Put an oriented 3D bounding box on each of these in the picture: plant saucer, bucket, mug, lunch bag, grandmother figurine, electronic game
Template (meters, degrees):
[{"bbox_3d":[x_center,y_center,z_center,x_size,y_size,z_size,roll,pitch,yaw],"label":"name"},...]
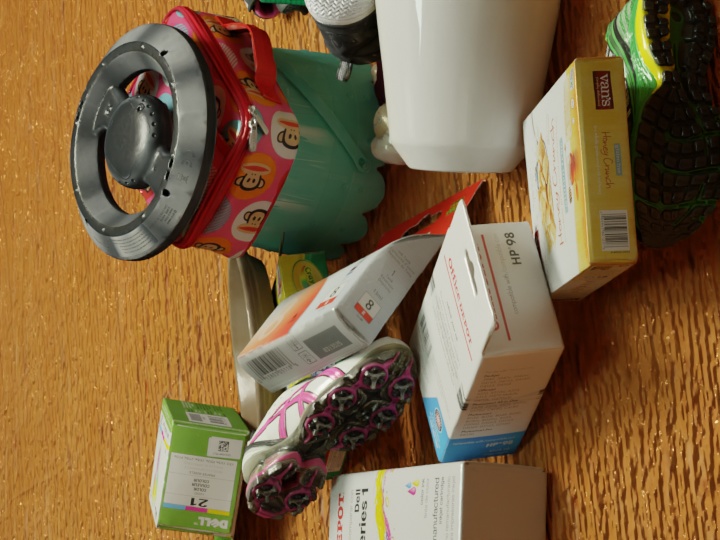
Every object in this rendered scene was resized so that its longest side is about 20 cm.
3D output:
[{"bbox_3d":[-0.096,0.075,1.904,0.200,0.029,0.201,174,90,-80],"label":"plant saucer"},{"bbox_3d":[-0.079,-0.112,1.884,0.207,0.134,0.208,-19,67,54],"label":"bucket"},{"bbox_3d":[0.090,-0.157,1.648,0.149,0.186,0.154,4,96,27],"label":"mug"},{"bbox_3d":[-0.125,-0.128,1.764,0.176,0.082,0.200,-59,40,26],"label":"lunch bag"},{"bbox_3d":[0.031,-0.185,1.794,0.121,0.060,0.201,115,156,-70],"label":"grandmother figurine"},{"bbox_3d":[-0.183,-0.107,1.732,0.200,0.042,0.201,-12,74,49],"label":"electronic game"}]

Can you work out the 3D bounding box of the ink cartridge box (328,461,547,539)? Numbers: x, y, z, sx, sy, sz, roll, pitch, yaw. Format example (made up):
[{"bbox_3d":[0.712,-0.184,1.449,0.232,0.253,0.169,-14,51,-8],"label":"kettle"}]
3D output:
[{"bbox_3d":[0.056,0.229,1.623,0.200,0.084,0.145,-15,70,58],"label":"ink cartridge box"}]

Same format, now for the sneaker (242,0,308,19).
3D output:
[{"bbox_3d":[-0.102,-0.292,2.030,0.200,0.080,0.087,-153,63,-64],"label":"sneaker"}]

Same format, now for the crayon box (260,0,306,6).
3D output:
[{"bbox_3d":[-0.036,-0.311,1.808,0.200,0.058,0.119,-57,-29,-67],"label":"crayon box"}]

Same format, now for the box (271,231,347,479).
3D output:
[{"bbox_3d":[-0.047,0.074,1.830,0.117,0.048,0.201,106,155,-64],"label":"box"}]

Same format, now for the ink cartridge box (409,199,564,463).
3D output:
[{"bbox_3d":[0.097,0.045,1.559,0.200,0.066,0.116,107,155,-54],"label":"ink cartridge box"}]

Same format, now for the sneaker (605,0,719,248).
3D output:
[{"bbox_3d":[0.211,-0.106,1.472,0.085,0.078,0.201,141,139,-57],"label":"sneaker"}]

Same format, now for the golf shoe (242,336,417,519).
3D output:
[{"bbox_3d":[-0.033,0.110,1.678,0.200,0.072,0.092,-44,38,28],"label":"golf shoe"}]

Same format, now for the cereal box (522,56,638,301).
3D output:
[{"bbox_3d":[0.155,-0.060,1.483,0.200,0.039,0.145,123,143,-79],"label":"cereal box"}]

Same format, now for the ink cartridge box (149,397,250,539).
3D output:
[{"bbox_3d":[-0.161,0.233,1.949,0.148,0.075,0.201,-153,73,-80],"label":"ink cartridge box"}]

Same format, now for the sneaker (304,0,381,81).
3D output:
[{"bbox_3d":[0.008,-0.252,1.735,0.114,0.075,0.200,83,-154,-52],"label":"sneaker"}]

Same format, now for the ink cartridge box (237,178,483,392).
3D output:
[{"bbox_3d":[0.000,0.000,1.703,0.162,0.050,0.200,-28,24,54],"label":"ink cartridge box"}]
